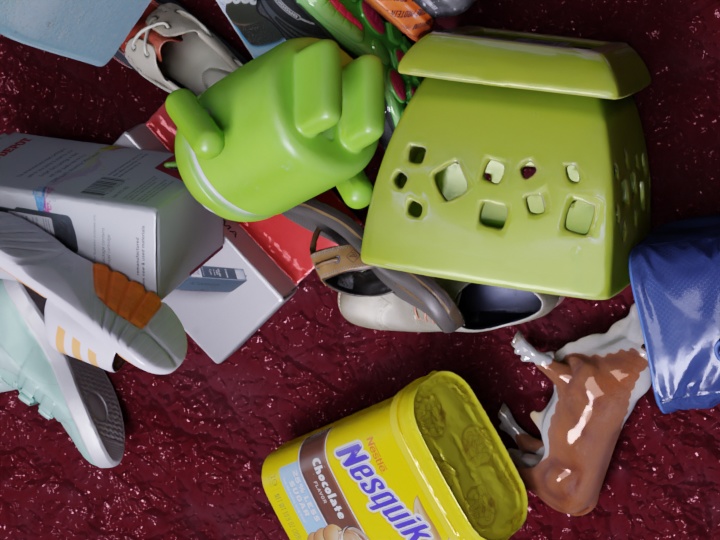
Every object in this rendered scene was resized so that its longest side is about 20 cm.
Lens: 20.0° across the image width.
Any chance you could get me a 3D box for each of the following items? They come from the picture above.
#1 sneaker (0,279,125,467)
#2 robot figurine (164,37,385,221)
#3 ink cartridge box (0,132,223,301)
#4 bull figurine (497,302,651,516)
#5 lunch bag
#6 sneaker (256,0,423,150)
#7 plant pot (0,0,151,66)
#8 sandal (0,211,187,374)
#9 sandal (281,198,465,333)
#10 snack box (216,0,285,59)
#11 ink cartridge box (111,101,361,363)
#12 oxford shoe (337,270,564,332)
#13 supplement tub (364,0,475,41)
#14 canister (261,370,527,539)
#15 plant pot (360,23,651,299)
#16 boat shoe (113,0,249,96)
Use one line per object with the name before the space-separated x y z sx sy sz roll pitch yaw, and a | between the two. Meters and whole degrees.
sneaker | -0.298 0.108 1.838 0.118 0.074 0.201 -32 84 16
robot figurine | -0.065 -0.108 1.594 0.200 0.175 0.116 -24 61 45
ink cartridge box | -0.230 -0.047 1.687 0.200 0.146 0.083 8 112 17
bull figurine | 0.177 0.109 1.696 0.121 0.065 0.200 22 110 14
lunch bag | 0.290 0.027 1.563 0.132 0.200 0.136 -10 97 17
sneaker | -0.012 -0.169 1.651 0.084 0.077 0.200 -15 125 34
plant pot | -0.270 -0.301 1.613 0.196 0.200 0.196 48 114 22
sandal | -0.226 0.027 1.595 0.207 0.079 0.059 34 121 13
sandal | 0.000 0.000 1.666 0.200 0.082 0.055 37 85 25
snack box | -0.027 -0.259 1.666 0.200 0.037 0.116 -31 95 23
ink cartridge box | -0.129 -0.050 1.757 0.200 0.045 0.176 46 114 1
oxford shoe | 0.069 0.019 1.697 0.200 0.074 0.071 -9 103 20
supplement tub | 0.072 -0.280 1.554 0.122 0.123 0.200 41 93 3
canister | 0.024 0.184 1.725 0.200 0.087 0.149 -27 94 42
plant pot | 0.125 -0.092 1.587 0.199 0.200 0.182 8 100 15
boat shoe | -0.155 -0.182 1.708 0.200 0.063 0.071 37 94 3
